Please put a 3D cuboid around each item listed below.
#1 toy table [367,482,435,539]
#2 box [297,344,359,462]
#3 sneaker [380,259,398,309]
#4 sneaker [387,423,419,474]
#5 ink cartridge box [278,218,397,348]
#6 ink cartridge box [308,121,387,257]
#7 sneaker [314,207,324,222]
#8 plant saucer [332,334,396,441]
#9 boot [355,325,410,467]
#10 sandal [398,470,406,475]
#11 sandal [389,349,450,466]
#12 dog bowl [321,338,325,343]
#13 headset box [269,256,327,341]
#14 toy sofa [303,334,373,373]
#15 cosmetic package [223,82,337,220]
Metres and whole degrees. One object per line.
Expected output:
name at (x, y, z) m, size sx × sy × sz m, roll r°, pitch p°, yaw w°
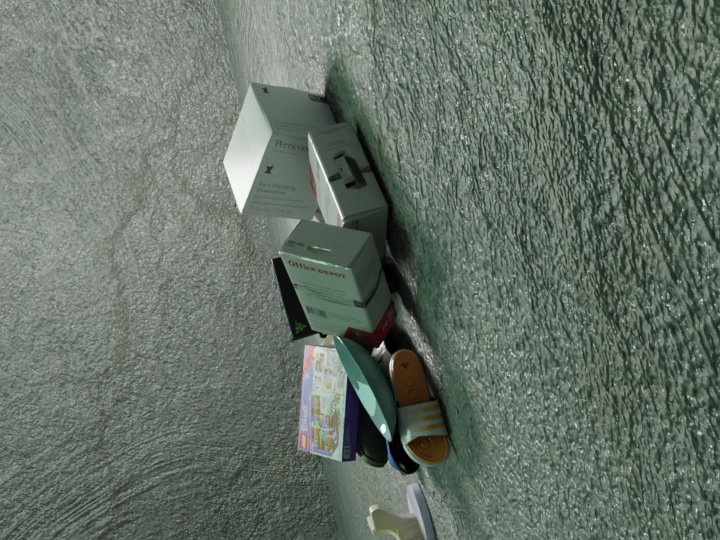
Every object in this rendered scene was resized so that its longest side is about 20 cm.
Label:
toy table at (0.090, 0.566, 1.787) m, size 0.184 × 0.115 × 0.204 m, roll -153°, pitch 48°, yaw -76°
box at (-0.058, 0.246, 1.571) m, size 0.135 × 0.039 × 0.205 m, roll 1°, pitch 86°, yaw 49°
sneaker at (0.004, 0.009, 1.519) m, size 0.201 × 0.070 × 0.084 m, roll -128°, pitch 27°, yaw -46°
sneaker at (0.075, 0.289, 1.599) m, size 0.111 × 0.075 × 0.205 m, roll -176°, pitch 79°, yaw -71°
ink cartridge box at (-0.034, 0.022, 1.393) m, size 0.144 × 0.083 × 0.202 m, roll 14°, pitch 143°, yaw 28°
ink cartridge box at (-0.023, -0.131, 1.456) m, size 0.148 × 0.081 × 0.203 m, roll 93°, pitch 159°, yaw -56°
sneaker at (-0.074, -0.141, 1.787) m, size 0.082 × 0.075 × 0.203 m, roll -109°, pitch 10°, yaw -55°
plant saucer at (0.016, 0.190, 1.413) m, size 0.203 × 0.038 × 0.202 m, roll 58°, pitch 168°, yaw 20°
boot at (0.043, 0.232, 1.529) m, size 0.201 × 0.071 × 0.184 m, roll -55°, pitch 44°, yaw 33°
sandal at (0.072, 0.325, 1.711) m, size 0.214 × 0.069 × 0.078 m, roll 58°, pitch -161°, yaw -21°
sandal at (0.092, 0.224, 1.400) m, size 0.060 × 0.077 × 0.210 m, roll 91°, pitch 163°, yaw -64°
dog bowl at (-0.042, 0.210, 2.099) m, size 0.200 × 0.072 × 0.204 m, roll 164°, pitch 91°, yaw -79°
headset box at (-0.103, 0.055, 1.925) m, size 0.093 × 0.171 × 0.204 m, roll 139°, pitch 116°, yaw -79°
toy sofa at (-0.023, 0.168, 1.635) m, size 0.098 × 0.082 × 0.202 m, roll 52°, pitch 123°, yaw 36°
cosmetic package at (-0.154, -0.233, 1.649) m, size 0.202 × 0.162 × 0.167 m, roll -62°, pitch 38°, yaw 37°
